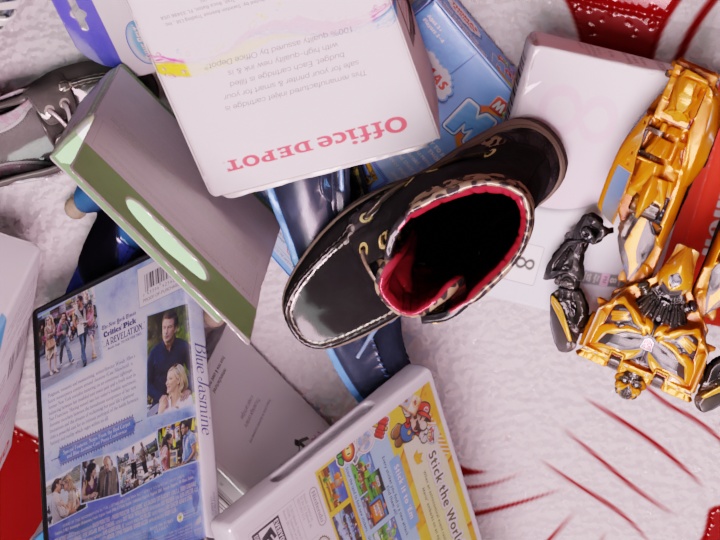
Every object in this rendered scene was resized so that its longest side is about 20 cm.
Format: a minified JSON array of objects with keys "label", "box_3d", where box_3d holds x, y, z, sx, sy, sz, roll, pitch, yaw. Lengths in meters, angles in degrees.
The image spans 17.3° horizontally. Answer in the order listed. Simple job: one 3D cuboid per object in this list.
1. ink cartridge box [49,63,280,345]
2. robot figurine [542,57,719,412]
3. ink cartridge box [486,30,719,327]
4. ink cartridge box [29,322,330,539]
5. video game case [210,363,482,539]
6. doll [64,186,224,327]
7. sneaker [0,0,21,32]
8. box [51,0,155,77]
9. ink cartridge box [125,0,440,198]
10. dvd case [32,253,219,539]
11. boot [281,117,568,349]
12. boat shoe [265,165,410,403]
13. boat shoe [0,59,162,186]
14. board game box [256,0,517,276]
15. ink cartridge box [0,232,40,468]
[{"label":"ink cartridge box","box_3d":[-0.117,-0.031,1.384,0.048,0.200,0.146,-41,104,19]},{"label":"robot figurine","box_3d":[0.191,-0.014,1.389,0.144,0.058,0.201,22,102,6]},{"label":"ink cartridge box","box_3d":[0.177,-0.045,1.439,0.199,0.057,0.164,14,110,-1]},{"label":"ink cartridge box","box_3d":[-0.083,0.173,1.567,0.147,0.145,0.200,-39,102,25]},{"label":"video game case","box_3d":[0.004,0.188,1.455,0.023,0.182,0.201,11,127,45]},{"label":"doll","box_3d":[-0.146,0.001,1.544,0.136,0.048,0.201,32,121,18]},{"label":"sneaker","box_3d":[-0.244,-0.130,1.433,0.200,0.080,0.148,-15,77,54]},{"label":"box","box_3d":[-0.088,-0.187,1.424,0.199,0.042,0.119,-12,136,11]},{"label":"ink cartridge box","box_3d":[-0.050,-0.155,1.363,0.147,0.086,0.201,-13,131,10]},{"label":"dvd case","box_3d":[-0.148,0.094,1.473,0.142,0.201,0.017,-25,151,35]},{"label":"boot","box_3d":[0.029,-0.008,1.354,0.199,0.151,0.073,-32,98,14]},{"label":"boat shoe","box_3d":[0.000,0.000,1.465,0.068,0.084,0.201,-17,114,15]},{"label":"boat shoe","box_3d":[-0.222,-0.082,1.525,0.199,0.057,0.067,-16,111,18]},{"label":"board game box","box_3d":[0.023,-0.063,1.496,0.200,0.037,0.151,-36,104,25]},{"label":"ink cartridge box","box_3d":[-0.307,0.079,1.540,0.145,0.147,0.201,17,133,2]}]
